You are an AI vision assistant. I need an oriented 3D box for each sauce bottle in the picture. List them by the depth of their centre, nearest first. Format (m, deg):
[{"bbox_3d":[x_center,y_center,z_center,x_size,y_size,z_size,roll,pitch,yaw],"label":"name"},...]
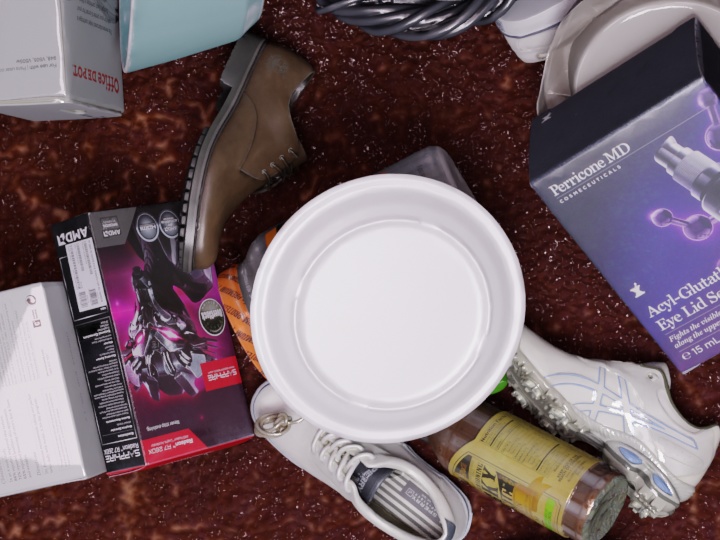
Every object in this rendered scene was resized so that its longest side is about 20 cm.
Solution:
[{"bbox_3d":[0.104,0.139,1.426,0.200,0.065,0.065,26,94,31],"label":"sauce bottle"}]

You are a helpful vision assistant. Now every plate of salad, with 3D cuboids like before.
[{"bbox_3d":[0.019,0.027,1.355,0.200,0.048,0.200,-2,105,-9],"label":"plate of salad"}]

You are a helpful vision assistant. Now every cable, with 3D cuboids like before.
[{"bbox_3d":[0.055,-0.243,1.441,0.200,0.051,0.163,-35,65,-4],"label":"cable"}]

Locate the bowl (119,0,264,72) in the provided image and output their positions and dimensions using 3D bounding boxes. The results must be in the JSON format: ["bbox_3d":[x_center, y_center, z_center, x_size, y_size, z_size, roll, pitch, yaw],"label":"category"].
[{"bbox_3d":[-0.127,-0.250,1.436,0.105,0.201,0.201,1,90,-10],"label":"bowl"}]

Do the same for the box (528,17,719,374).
[{"bbox_3d":[0.235,-0.052,1.349,0.148,0.104,0.200,-33,112,23],"label":"box"}]

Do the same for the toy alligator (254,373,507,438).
[{"bbox_3d":[0.009,0.087,1.420,0.200,0.059,0.054,-11,131,8],"label":"toy alligator"}]

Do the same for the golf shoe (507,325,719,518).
[{"bbox_3d":[0.186,0.095,1.442,0.200,0.078,0.097,43,78,2],"label":"golf shoe"}]

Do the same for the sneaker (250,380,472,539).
[{"bbox_3d":[0.000,0.145,1.460,0.200,0.071,0.073,31,95,9],"label":"sneaker"}]

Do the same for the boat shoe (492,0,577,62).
[{"bbox_3d":[0.202,-0.212,1.430,0.200,0.066,0.072,-24,45,10],"label":"boat shoe"}]

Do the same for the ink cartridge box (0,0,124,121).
[{"bbox_3d":[-0.247,-0.220,1.463,0.083,0.147,0.200,-4,88,11],"label":"ink cartridge box"}]

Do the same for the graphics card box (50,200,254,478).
[{"bbox_3d":[-0.159,0.049,1.458,0.051,0.125,0.200,-16,86,40],"label":"graphics card box"}]

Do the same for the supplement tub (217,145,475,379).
[{"bbox_3d":[0.000,0.000,1.435,0.200,0.123,0.123,-28,86,8],"label":"supplement tub"}]

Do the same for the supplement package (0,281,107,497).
[{"bbox_3d":[-0.301,0.102,1.468,0.200,0.151,0.152,-13,89,9],"label":"supplement package"}]

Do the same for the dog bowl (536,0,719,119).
[{"bbox_3d":[0.229,-0.141,1.392,0.200,0.059,0.200,2,121,4],"label":"dog bowl"}]

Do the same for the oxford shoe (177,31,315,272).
[{"bbox_3d":[-0.087,-0.086,1.456,0.084,0.073,0.200,21,76,-1],"label":"oxford shoe"}]
